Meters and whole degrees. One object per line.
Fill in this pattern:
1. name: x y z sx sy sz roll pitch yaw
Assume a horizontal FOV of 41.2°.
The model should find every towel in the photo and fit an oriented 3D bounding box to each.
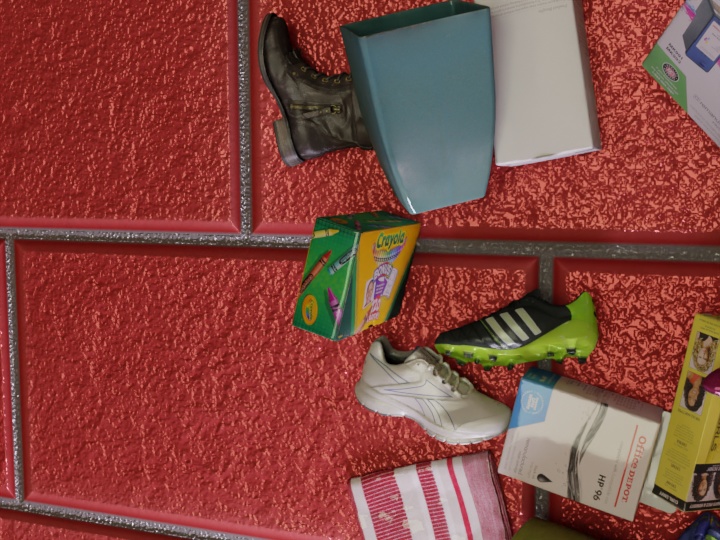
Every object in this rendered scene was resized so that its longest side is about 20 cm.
1. towel: 0.086 0.310 1.181 0.196 0.023 0.147 -15 89 23

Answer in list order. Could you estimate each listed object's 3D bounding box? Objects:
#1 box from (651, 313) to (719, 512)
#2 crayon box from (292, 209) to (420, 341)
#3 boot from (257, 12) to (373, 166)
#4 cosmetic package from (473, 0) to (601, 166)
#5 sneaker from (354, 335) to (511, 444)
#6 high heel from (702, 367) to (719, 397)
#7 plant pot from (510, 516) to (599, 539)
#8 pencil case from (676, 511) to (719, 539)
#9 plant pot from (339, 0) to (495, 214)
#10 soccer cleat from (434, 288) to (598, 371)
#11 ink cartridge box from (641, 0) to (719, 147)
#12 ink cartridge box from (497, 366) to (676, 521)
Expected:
1. box: 0.371 0.150 1.015 0.050 0.074 0.204 24 106 56
2. crayon box: 0.000 0.000 1.087 0.057 0.199 0.121 18 102 20
3. boot: -0.026 -0.225 1.155 0.171 0.069 0.204 -11 95 17
4. cosmetic package: 0.194 -0.222 1.051 0.111 0.081 0.205 -6 94 22
5. sneaker: 0.085 0.141 1.128 0.196 0.074 0.089 16 113 18
6. high heel: 0.425 0.071 0.949 0.196 0.067 0.098 -8 109 -22
7. plant pot: 0.245 0.371 1.052 0.199 0.186 0.190 36 108 26
8. pencil case: 0.429 0.338 1.013 0.198 0.078 0.088 32 135 16
9. plant pot: 0.072 -0.177 1.054 0.138 0.142 0.204 -14 110 -6
10. soccer cleat: 0.178 0.067 1.101 0.197 0.067 0.083 -7 62 32
11. ink cartridge box: 0.374 -0.217 0.908 0.087 0.200 0.146 -37 79 -16
12. ink cartridge box: 0.265 0.197 1.071 0.196 0.068 0.119 16 102 19
